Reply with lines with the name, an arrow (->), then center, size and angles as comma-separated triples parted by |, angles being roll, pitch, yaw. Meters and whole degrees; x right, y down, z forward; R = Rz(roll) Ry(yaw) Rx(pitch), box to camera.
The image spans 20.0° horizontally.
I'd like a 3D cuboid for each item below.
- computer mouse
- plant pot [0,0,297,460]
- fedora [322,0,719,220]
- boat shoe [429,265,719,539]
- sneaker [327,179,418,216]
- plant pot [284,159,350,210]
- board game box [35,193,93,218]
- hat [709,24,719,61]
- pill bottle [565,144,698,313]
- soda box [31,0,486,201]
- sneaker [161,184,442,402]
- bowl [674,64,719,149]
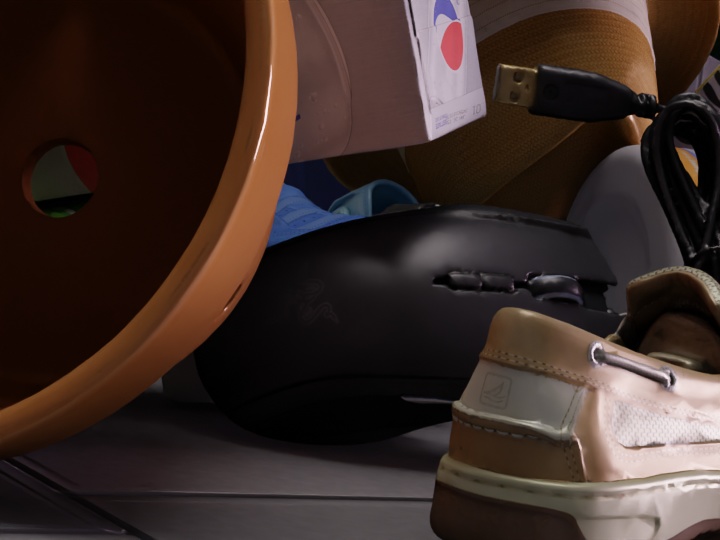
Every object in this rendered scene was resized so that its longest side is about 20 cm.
computer mouse -> 0.044, -0.014, 0.678 | 0.199, 0.141, 0.046 | 0, -26, -8
plant pot -> -0.105, -0.040, 0.573 | 0.199, 0.201, 0.140 | 9, -8, 12
fedora -> 0.076, -0.062, 0.890 | 0.199, 0.082, 0.201 | -12, -30, -7
boat shoe -> 0.092, 0.037, 0.578 | 0.071, 0.077, 0.200 | 7, 2, 30
sneaker -> 0.000, 0.000, 0.891 | 0.074, 0.082, 0.199 | 5, 5, -42
plant pot -> 0.030, -0.060, 1.094 | 0.199, 0.181, 0.200 | 7, 5, -14
board game box -> -0.142, -0.005, 0.697 | 0.199, 0.030, 0.096 | -9, 10, -5
hat -> 0.149, -0.134, 0.996 | 0.175, 0.201, 0.166 | -26, 37, -23
pill bottle -> 0.191, 0.014, 0.855 | 0.199, 0.113, 0.112 | 7, 4, -21
soda box -> -0.064, -0.063, 0.685 | 0.199, 0.064, 0.068 | -7, 9, 21
sneaker -> -0.009, 0.007, 0.782 | 0.111, 0.077, 0.200 | 2, 8, 2
bowl -> 0.240, -0.030, 0.975 | 0.200, 0.201, 0.094 | 4, 38, -38
